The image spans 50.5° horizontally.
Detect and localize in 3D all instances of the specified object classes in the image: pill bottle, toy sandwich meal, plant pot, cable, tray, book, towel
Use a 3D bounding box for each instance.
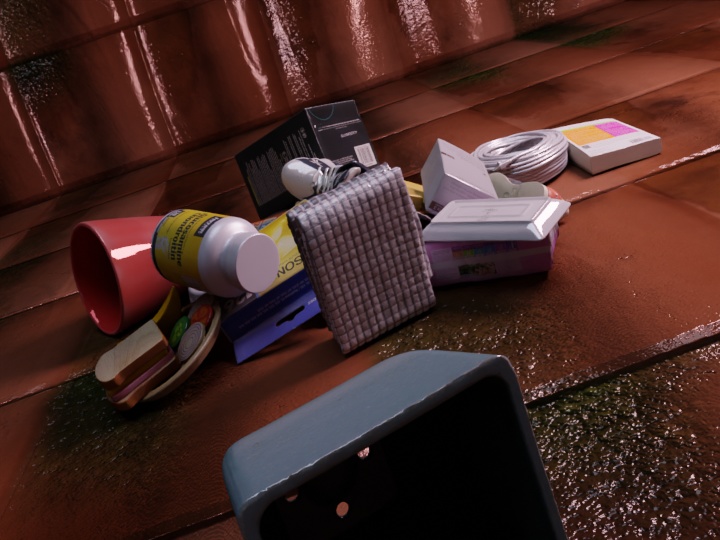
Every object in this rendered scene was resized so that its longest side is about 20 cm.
[{"bbox_3d":[-0.209,-0.024,1.104,0.197,0.115,0.111,11,34,42],"label":"pill bottle"},{"bbox_3d":[-0.285,0.102,1.075,0.202,0.071,0.207,-31,29,19],"label":"toy sandwich meal"},{"bbox_3d":[-0.401,-0.008,1.379,0.175,0.206,0.197,-22,18,-41],"label":"plant pot"},{"bbox_3d":[0.294,-0.204,1.432,0.195,0.071,0.200,-18,19,-1],"label":"cable"},{"bbox_3d":[0.178,-0.074,1.049,0.196,0.023,0.107,1,32,39],"label":"tray"},{"bbox_3d":[0.451,-0.238,1.417,0.130,0.049,0.201,-16,22,0],"label":"book"},{"bbox_3d":[0.008,0.174,0.554,0.192,0.201,0.199,-25,13,-19],"label":"plant pot"},{"bbox_3d":[0.004,-0.018,1.015,0.163,0.205,0.085,-27,22,-19],"label":"towel"}]

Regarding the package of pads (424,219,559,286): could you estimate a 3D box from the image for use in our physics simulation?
[{"bbox_3d":[0.184,-0.040,1.098,0.195,0.078,0.121,-9,20,24],"label":"package of pads"}]

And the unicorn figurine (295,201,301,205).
[{"bbox_3d":[-0.093,-0.084,1.352,0.196,0.076,0.136,-19,0,33],"label":"unicorn figurine"}]

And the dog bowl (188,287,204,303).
[{"bbox_3d":[-0.202,0.023,1.295,0.195,0.060,0.201,-17,20,6],"label":"dog bowl"}]

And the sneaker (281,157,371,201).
[{"bbox_3d":[-0.039,-0.137,1.167,0.081,0.196,0.130,-61,-11,-8],"label":"sneaker"}]

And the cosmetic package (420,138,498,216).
[{"bbox_3d":[0.158,-0.140,1.250,0.100,0.075,0.201,24,22,-10],"label":"cosmetic package"}]

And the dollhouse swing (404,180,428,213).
[{"bbox_3d":[0.073,-0.077,1.348,0.184,0.173,0.200,-58,18,10],"label":"dollhouse swing"}]

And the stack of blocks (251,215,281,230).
[{"bbox_3d":[-0.226,-0.042,1.478,0.195,0.060,0.116,-14,21,10],"label":"stack of blocks"}]

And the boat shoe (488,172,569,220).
[{"bbox_3d":[0.257,-0.114,1.248,0.061,0.073,0.199,20,-1,-28],"label":"boat shoe"}]

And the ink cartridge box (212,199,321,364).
[{"bbox_3d":[-0.129,0.010,1.133,0.195,0.047,0.201,-32,38,3],"label":"ink cartridge box"}]

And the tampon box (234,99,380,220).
[{"bbox_3d":[-0.095,-0.196,1.359,0.197,0.129,0.149,-22,2,40],"label":"tampon box"}]

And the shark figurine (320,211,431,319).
[{"bbox_3d":[0.006,-0.019,1.164,0.216,0.089,0.128,-52,31,0],"label":"shark figurine"}]
